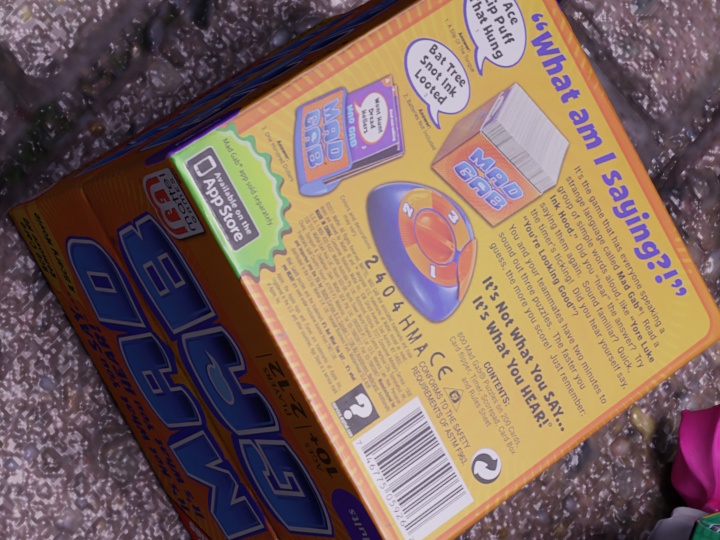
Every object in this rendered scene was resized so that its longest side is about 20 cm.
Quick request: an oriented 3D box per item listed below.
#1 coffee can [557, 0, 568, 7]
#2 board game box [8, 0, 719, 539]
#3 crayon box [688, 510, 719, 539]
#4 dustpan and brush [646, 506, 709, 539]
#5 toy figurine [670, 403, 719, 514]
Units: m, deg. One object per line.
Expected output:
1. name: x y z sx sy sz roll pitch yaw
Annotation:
1. coffee can: 0.104 -0.245 1.252 0.147 0.146 0.200 48 66 -15
2. board game box: 0.000 0.000 1.141 0.199 0.200 0.201 -33 99 -26
3. crayon box: 0.205 0.168 1.179 0.199 0.058 0.120 -4 113 -57
4. dustpan and brush: 0.186 0.201 1.292 0.199 0.057 0.140 25 102 -26
5. toy figurine: 0.242 0.072 1.322 0.200 0.150 0.185 36 82 -45
